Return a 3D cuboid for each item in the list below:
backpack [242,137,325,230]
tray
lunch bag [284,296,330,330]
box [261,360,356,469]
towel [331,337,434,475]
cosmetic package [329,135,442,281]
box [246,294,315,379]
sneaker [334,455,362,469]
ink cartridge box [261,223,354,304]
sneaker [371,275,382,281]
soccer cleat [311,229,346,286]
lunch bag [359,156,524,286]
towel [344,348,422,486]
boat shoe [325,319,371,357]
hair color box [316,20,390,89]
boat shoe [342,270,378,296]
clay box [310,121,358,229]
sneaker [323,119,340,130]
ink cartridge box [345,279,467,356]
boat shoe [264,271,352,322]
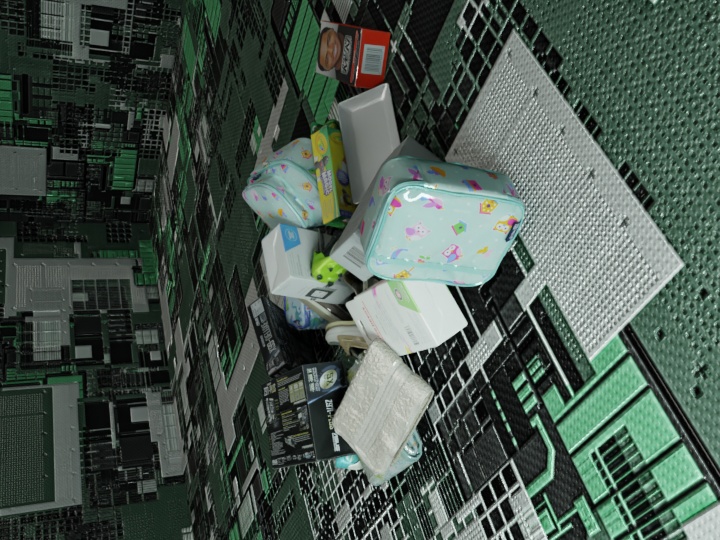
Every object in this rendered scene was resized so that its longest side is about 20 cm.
[{"bbox_3d":[-0.119,-0.153,1.330,0.199,0.154,0.176,-20,115,49],"label":"backpack"},{"bbox_3d":[0.022,-0.220,1.202,0.106,0.022,0.203,-17,71,24],"label":"tray"},{"bbox_3d":[-0.113,0.025,1.472,0.160,0.081,0.203,-177,88,-67],"label":"lunch bag"},{"bbox_3d":[-0.098,0.267,1.256,0.200,0.085,0.166,-33,64,55],"label":"box"},{"bbox_3d":[0.029,0.220,1.091,0.132,0.034,0.202,41,123,29],"label":"towel"},{"bbox_3d":[0.040,-0.094,1.040,0.201,0.071,0.101,-62,12,-28],"label":"cosmetic package"},{"bbox_3d":[-0.161,0.168,1.495,0.050,0.158,0.201,-35,48,10],"label":"box"},{"bbox_3d":[-0.042,0.294,1.326,0.201,0.079,0.078,-118,37,-46],"label":"sneaker"},{"bbox_3d":[-0.080,-0.008,1.293,0.067,0.198,0.117,-38,56,37],"label":"ink cartridge box"},{"bbox_3d":[0.075,-0.032,1.100,0.200,0.073,0.080,134,150,-56],"label":"sneaker"},{"bbox_3d":[-0.008,-0.049,1.186,0.199,0.067,0.082,-31,46,23],"label":"soccer cleat"},{"bbox_3d":[0.104,-0.054,0.881,0.078,0.197,0.162,-104,28,-49],"label":"lunch bag"},{"bbox_3d":[0.025,0.257,1.197,0.202,0.048,0.172,66,151,21],"label":"towel"},{"bbox_3d":[-0.008,0.125,1.253,0.199,0.074,0.069,-23,67,60],"label":"boat shoe"},{"bbox_3d":[-0.018,-0.405,1.285,0.200,0.060,0.103,-138,51,-58],"label":"hair color box"},{"bbox_3d":[0.000,0.000,1.238,0.201,0.068,0.072,-117,34,-52],"label":"boat shoe"},{"bbox_3d":[-0.027,-0.174,1.239,0.047,0.114,0.203,-22,69,38],"label":"clay box"},{"bbox_3d":[-0.070,-0.229,1.407,0.084,0.073,0.200,-66,3,-31],"label":"sneaker"},{"bbox_3d":[0.064,0.065,1.065,0.118,0.067,0.200,60,151,-1],"label":"ink cartridge box"},{"bbox_3d":[-0.093,0.043,1.353,0.060,0.199,0.072,-55,-7,-16],"label":"boat shoe"}]
